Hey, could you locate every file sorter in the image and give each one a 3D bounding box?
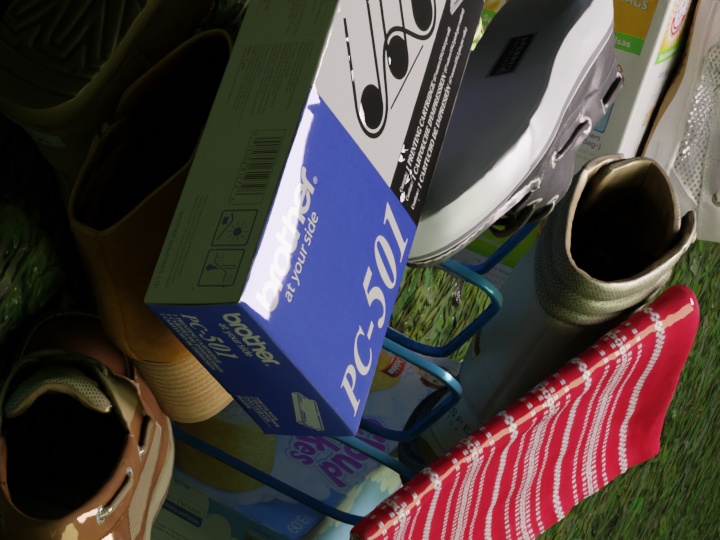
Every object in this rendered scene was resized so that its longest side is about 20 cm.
[{"bbox_3d":[0.000,0.000,1.122,0.201,0.122,0.139,-64,-175,-19],"label":"file sorter"}]

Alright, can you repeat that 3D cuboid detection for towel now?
[{"bbox_3d":[0.070,0.096,1.106,0.199,0.022,0.145,-35,155,-24],"label":"towel"}]

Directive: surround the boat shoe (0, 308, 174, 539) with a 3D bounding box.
[{"bbox_3d":[-0.112,0.068,0.972,0.200,0.075,0.074,-102,-172,-58],"label":"boat shoe"}]

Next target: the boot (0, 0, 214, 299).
[{"bbox_3d":[-0.075,-0.087,1.005,0.175,0.066,0.200,-50,159,-13],"label":"boot"}]

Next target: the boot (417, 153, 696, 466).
[{"bbox_3d":[0.110,0.004,1.170,0.200,0.072,0.155,-47,169,-52],"label":"boot"}]

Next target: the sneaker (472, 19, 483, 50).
[{"bbox_3d":[0.036,-0.128,1.223,0.075,0.076,0.201,-50,155,-33],"label":"sneaker"}]

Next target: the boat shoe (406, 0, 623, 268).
[{"bbox_3d":[0.062,-0.051,1.024,0.067,0.069,0.200,67,33,-26],"label":"boat shoe"}]

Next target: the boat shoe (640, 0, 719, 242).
[{"bbox_3d":[0.209,-0.112,1.308,0.071,0.069,0.201,-5,115,-70],"label":"boat shoe"}]

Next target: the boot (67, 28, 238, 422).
[{"bbox_3d":[-0.037,-0.048,0.965,0.202,0.070,0.144,-55,153,-28],"label":"boot"}]

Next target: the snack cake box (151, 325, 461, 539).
[{"bbox_3d":[-0.037,0.092,1.246,0.200,0.114,0.068,-38,149,-54],"label":"snack cake box"}]

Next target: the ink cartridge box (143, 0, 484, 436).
[{"bbox_3d":[-0.012,-0.048,0.914,0.094,0.044,0.201,51,48,-47],"label":"ink cartridge box"}]

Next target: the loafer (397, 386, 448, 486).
[{"bbox_3d":[0.078,0.084,1.259,0.200,0.071,0.063,-38,136,-56],"label":"loafer"}]

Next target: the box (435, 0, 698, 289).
[{"bbox_3d":[0.107,-0.092,1.330,0.101,0.112,0.201,-23,134,-66],"label":"box"}]
